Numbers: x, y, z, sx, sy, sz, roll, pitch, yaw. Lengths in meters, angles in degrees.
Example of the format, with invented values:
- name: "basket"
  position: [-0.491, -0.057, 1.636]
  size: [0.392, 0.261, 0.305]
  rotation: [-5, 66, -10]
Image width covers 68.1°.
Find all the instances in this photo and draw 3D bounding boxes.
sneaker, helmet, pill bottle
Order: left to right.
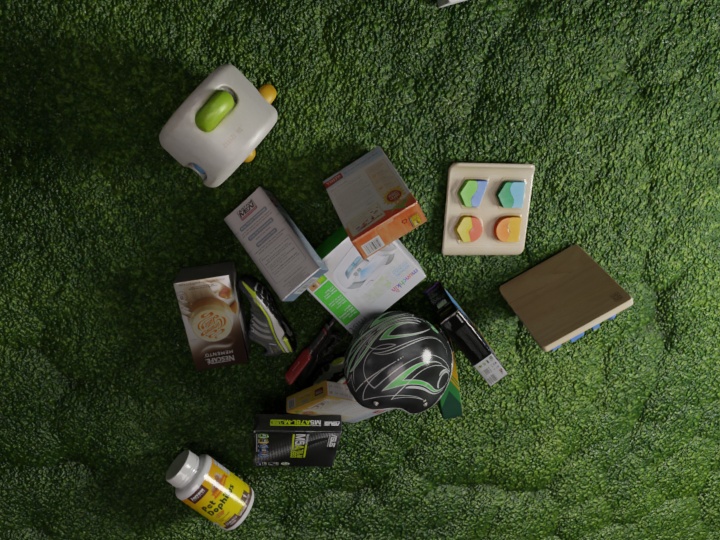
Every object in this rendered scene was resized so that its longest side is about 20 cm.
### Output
- name: "pill bottle"
  position: [-0.352, 0.508, 1.245]
  size: [0.109, 0.109, 0.200]
  rotation: [-40, 111, 9]
- name: "sneaker"
  position: [-0.211, 0.105, 1.125]
  size: [0.080, 0.074, 0.201]
  rotation: [-24, 111, 6]
- name: "sneaker"
  position: [-0.012, 0.223, 1.204]
  size: [0.198, 0.077, 0.085]
  rotation: [-26, 144, 6]
- name: "helmet"
  position: [0.066, 0.179, 1.053]
  size: [0.189, 0.200, 0.201]
  rotation: [19, 109, -32]

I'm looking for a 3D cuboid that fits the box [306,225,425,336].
- name: "box"
  position: [0.000, 0.000, 1.098]
  size: [0.200, 0.097, 0.177]
  rotation: [-39, 110, 9]

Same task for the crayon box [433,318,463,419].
- name: "crayon box"
  position: [0.177, 0.211, 1.190]
  size: [0.050, 0.127, 0.202]
  rotation: [-13, 112, -2]

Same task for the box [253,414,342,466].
- name: "box"
  position: [-0.146, 0.392, 1.219]
  size: [0.191, 0.048, 0.201]
  rotation: [5, 138, -8]

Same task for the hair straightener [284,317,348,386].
- name: "hair straightener"
  position: [-0.089, 0.176, 1.195]
  size: [0.077, 0.041, 0.201]
  rotation: [23, 103, -43]

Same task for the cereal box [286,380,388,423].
- name: "cereal box"
  position: [-0.043, 0.291, 1.170]
  size: [0.199, 0.040, 0.143]
  rotation: [21, 141, -38]

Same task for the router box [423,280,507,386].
- name: "router box"
  position: [0.224, 0.133, 1.152]
  size: [0.051, 0.149, 0.200]
  rotation: [-37, 112, 9]

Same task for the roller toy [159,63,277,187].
- name: "roller toy"
  position: [-0.237, -0.244, 0.921]
  size: [0.182, 0.201, 0.140]
  rotation: [-34, 114, 32]

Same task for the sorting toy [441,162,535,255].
- name: "sorting toy"
  position: [0.268, -0.123, 1.115]
  size: [0.183, 0.037, 0.202]
  rotation: [0, 112, -8]

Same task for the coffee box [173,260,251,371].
- name: "coffee box"
  position: [-0.300, 0.094, 1.101]
  size: [0.113, 0.080, 0.202]
  rotation: [-9, 113, -4]

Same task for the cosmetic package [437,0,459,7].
- name: "cosmetic package"
  position: [0.225, -0.539, 0.918]
  size: [0.198, 0.081, 0.114]
  rotation: [-18, 111, 1]

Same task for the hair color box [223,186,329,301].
- name: "hair color box"
  position: [-0.161, -0.050, 1.023]
  size: [0.099, 0.061, 0.201]
  rotation: [-39, 80, 9]

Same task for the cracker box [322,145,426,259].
- name: "cracker box"
  position: [0.021, -0.130, 0.990]
  size: [0.133, 0.201, 0.058]
  rotation: [-31, 135, 6]

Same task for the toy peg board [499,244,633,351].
- name: "toy peg board"
  position: [0.439, 0.077, 1.144]
  size: [0.199, 0.200, 0.098]
  rotation: [-30, 128, 5]
